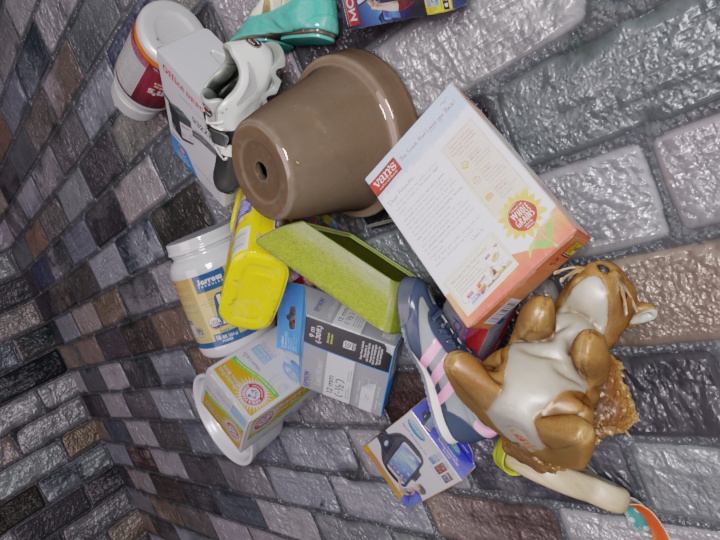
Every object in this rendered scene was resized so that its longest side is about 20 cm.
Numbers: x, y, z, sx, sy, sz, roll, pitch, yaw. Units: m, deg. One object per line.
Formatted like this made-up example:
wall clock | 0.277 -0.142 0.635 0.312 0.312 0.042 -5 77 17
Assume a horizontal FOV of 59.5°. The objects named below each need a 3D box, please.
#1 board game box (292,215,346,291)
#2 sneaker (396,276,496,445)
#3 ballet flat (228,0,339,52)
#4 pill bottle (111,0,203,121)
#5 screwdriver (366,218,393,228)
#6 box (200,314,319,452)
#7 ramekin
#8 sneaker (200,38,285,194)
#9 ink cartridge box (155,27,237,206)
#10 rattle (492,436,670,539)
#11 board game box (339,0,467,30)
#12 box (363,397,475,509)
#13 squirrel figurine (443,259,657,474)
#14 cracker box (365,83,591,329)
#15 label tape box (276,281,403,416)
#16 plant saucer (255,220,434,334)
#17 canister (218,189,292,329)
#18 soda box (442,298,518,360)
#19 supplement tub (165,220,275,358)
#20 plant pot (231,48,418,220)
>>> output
board game box | -0.064 0.011 0.953 0.156 0.039 0.204 4 115 48
sneaker | 0.104 0.095 0.691 0.081 0.070 0.204 -13 107 32
ballet flat | -0.095 -0.312 0.788 0.197 0.066 0.072 10 96 45
pill bottle | -0.325 -0.322 0.996 0.199 0.109 0.111 -25 93 52
screwdriver | 0.072 -0.073 0.760 0.198 0.027 0.030 -2 80 50
box | -0.143 0.175 1.014 0.112 0.198 0.102 44 139 19
ramekin | -0.245 0.279 1.278 0.198 0.097 0.204 27 131 36
sneaker | -0.166 -0.189 0.776 0.074 0.087 0.203 41 123 33
ink cartridge box | -0.214 -0.218 0.920 0.145 0.083 0.202 46 153 20
rattle | 0.259 0.197 0.706 0.196 0.145 0.131 16 158 24
board game box | 0.018 -0.355 0.623 0.197 0.061 0.204 13 121 45
box | 0.087 0.275 0.942 0.120 0.041 0.201 52 143 13
squirrel figurine | 0.201 0.090 0.610 0.140 0.188 0.201 21 153 38
cracker box | 0.108 -0.063 0.623 0.134 0.057 0.202 -44 62 22
label tape box | -0.042 0.111 0.913 0.196 0.067 0.146 17 129 10
plant saucer | 0.000 0.000 0.773 0.198 0.199 0.049 33 100 21
canister | -0.141 -0.039 0.879 0.203 0.085 0.150 -93 21 -46
soda box | 0.136 0.047 0.723 0.063 0.069 0.203 36 135 26
supplement tub | -0.241 0.031 1.085 0.143 0.143 0.204 -4 109 49
plant pot | -0.054 -0.141 0.744 0.198 0.173 0.204 28 132 36
